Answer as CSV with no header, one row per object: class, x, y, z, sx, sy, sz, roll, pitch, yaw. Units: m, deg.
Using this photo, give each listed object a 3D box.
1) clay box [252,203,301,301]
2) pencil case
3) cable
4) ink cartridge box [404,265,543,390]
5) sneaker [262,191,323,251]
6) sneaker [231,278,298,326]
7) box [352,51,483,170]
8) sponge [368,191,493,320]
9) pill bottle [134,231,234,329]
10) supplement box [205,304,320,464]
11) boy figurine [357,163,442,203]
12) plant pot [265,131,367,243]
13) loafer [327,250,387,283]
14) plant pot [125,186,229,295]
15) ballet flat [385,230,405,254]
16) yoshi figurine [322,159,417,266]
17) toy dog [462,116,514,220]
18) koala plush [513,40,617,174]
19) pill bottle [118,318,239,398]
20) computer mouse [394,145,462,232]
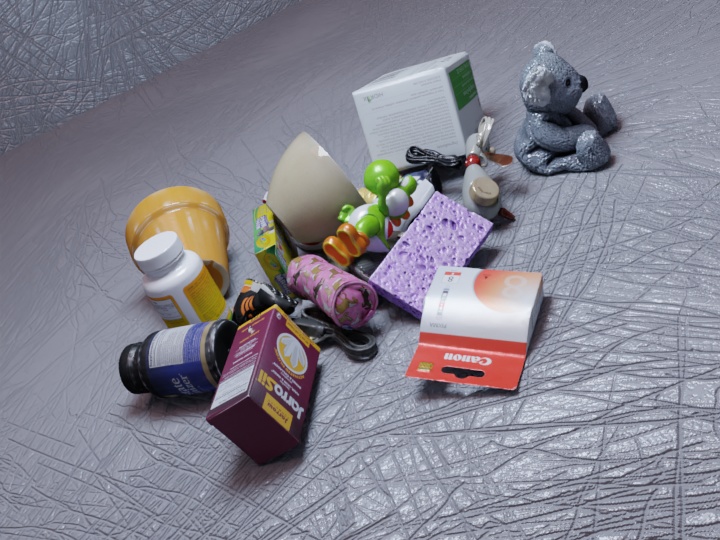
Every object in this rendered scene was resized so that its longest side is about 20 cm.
clay box,-0.152,-0.029,1.535,0.047,0.115,0.201,-23,30,6
pencil case,-0.050,0.031,1.363,0.082,0.087,0.200,-8,18,-27
cable,-0.049,0.106,1.350,0.198,0.051,0.097,12,29,29
ink cartridge box,0.160,0.074,1.185,0.161,0.050,0.200,4,37,22
sneaker,-0.121,-0.109,1.633,0.071,0.113,0.199,-40,33,-25
sneaker,-0.167,0.071,1.424,0.091,0.070,0.200,-62,22,-7
box,0.122,-0.311,1.662,0.198,0.173,0.199,-10,18,24
sponge,0.112,-0.024,1.334,0.111,0.030,0.200,32,66,14
pill bottle,-0.309,0.036,1.469,0.110,0.201,0.111,-18,31,12
supplement box,-0.135,0.162,1.222,0.085,0.110,0.201,-31,26,26
boy figurine,0.052,-0.141,1.604,0.198,0.065,0.125,-17,32,17
plant pot,-0.091,-0.128,1.510,0.134,0.201,0.200,-40,32,-3
loafer,0.000,0.000,1.431,0.075,0.070,0.200,-12,22,-19
plant pot,-0.334,-0.027,1.615,0.199,0.201,0.184,-28,47,-4
ballet flat,0.089,-0.029,1.403,0.073,0.073,0.199,-39,33,-21
yoshi figurine,0.013,-0.108,1.380,0.112,0.113,0.200,21,52,28
toy dog,0.225,-0.153,1.457,0.132,0.095,0.202,133,153,-69
koala plush,0.338,-0.292,1.486,0.182,0.201,0.178,-7,36,28
pill bottle,-0.289,0.147,1.373,0.198,0.112,0.112,-11,33,24
computer mouse,0.094,-0.137,1.518,0.109,0.044,0.201,23,76,26
